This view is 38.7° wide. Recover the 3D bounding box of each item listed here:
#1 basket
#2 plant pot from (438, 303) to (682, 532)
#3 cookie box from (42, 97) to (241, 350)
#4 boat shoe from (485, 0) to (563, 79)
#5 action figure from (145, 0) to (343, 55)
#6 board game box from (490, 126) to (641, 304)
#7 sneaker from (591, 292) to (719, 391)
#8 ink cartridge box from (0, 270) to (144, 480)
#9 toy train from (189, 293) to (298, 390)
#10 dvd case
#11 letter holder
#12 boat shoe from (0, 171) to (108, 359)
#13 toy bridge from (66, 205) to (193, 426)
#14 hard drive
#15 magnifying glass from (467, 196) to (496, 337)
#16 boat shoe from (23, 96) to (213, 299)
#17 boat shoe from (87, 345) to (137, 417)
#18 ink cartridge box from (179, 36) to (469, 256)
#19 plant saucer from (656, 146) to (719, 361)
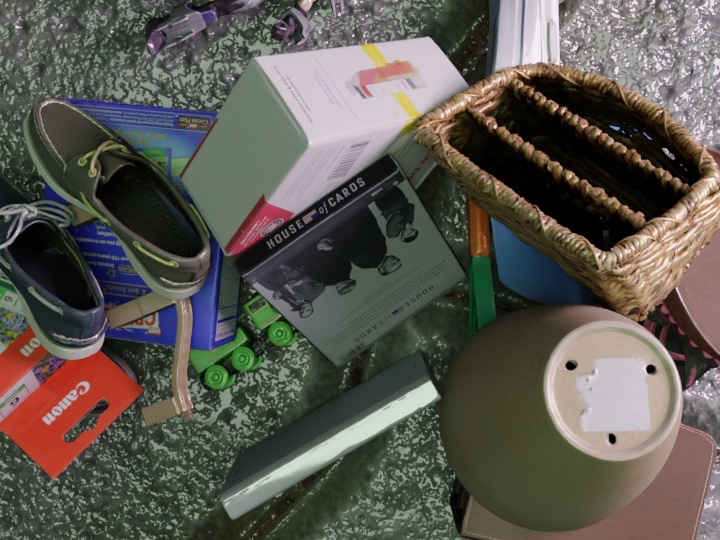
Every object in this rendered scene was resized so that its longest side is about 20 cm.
[{"bbox_3d":[0.168,-0.082,0.776,0.200,0.149,0.143,41,93,32],"label":"basket"},{"bbox_3d":[0.163,0.101,0.767,0.187,0.200,0.188,1,77,-2],"label":"plant pot"},{"bbox_3d":[-0.189,-0.041,0.901,0.171,0.075,0.201,7,94,13],"label":"cookie box"},{"bbox_3d":[0.148,-0.245,0.891,0.067,0.074,0.201,6,87,-4],"label":"boat shoe"},{"bbox_3d":[-0.097,-0.253,0.896,0.199,0.069,0.130,-16,107,8],"label":"action figure"},{"bbox_3d":[0.190,-0.070,0.928,0.157,0.039,0.201,-10,100,-3],"label":"board game box"},{"bbox_3d":[0.239,0.047,0.903,0.200,0.079,0.095,37,111,-21],"label":"sneaker"},{"bbox_3d":[-0.287,0.063,0.841,0.200,0.050,0.109,39,66,11],"label":"ink cartridge box"},{"bbox_3d":[-0.072,0.039,0.939,0.200,0.042,0.056,-35,83,3],"label":"toy train"},{"bbox_3d":[0.000,0.000,0.868,0.150,0.200,0.025,-34,57,3],"label":"dvd case"},{"bbox_3d":[0.195,0.178,0.917,0.199,0.101,0.143,13,93,0],"label":"letter holder"},{"bbox_3d":[-0.265,-0.019,0.824,0.200,0.075,0.062,54,139,26],"label":"boat shoe"},{"bbox_3d":[-0.176,0.029,0.849,0.067,0.027,0.201,-22,87,13],"label":"toy bridge"},{"bbox_3d":[-0.024,0.139,0.899,0.200,0.132,0.026,-30,95,3],"label":"hard drive"},{"bbox_3d":[0.109,0.009,0.922,0.022,0.080,0.201,-3,84,0],"label":"magnifying glass"},{"bbox_3d":[-0.191,-0.068,0.816,0.202,0.060,0.072,47,59,6],"label":"boat shoe"},{"bbox_3d":[-0.304,0.085,0.918,0.199,0.093,0.075,21,95,-1],"label":"boat shoe"},{"bbox_3d":[-0.022,-0.103,0.822,0.084,0.200,0.145,56,134,16],"label":"ink cartridge box"},{"bbox_3d":[0.306,-0.008,0.881,0.034,0.200,0.201,-24,96,46],"label":"plant saucer"}]
